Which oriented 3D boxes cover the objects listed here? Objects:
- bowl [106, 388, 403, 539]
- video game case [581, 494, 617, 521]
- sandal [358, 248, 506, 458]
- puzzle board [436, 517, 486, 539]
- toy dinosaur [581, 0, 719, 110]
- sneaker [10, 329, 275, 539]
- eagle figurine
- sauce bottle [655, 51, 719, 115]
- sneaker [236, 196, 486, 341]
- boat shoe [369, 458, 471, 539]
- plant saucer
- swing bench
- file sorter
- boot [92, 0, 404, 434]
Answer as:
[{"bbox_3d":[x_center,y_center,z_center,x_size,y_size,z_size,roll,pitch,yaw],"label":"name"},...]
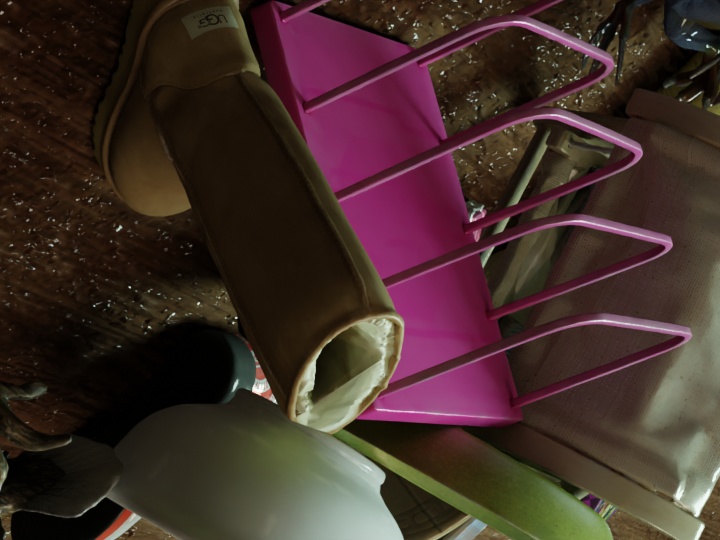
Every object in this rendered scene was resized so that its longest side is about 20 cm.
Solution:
[{"bbox_3d":[-0.048,0.127,1.197,0.091,0.201,0.201,-59,159,-9],"label":"bowl"},{"bbox_3d":[0.180,0.088,1.371,0.200,0.036,0.181,-59,167,22],"label":"video game case"},{"bbox_3d":[0.017,0.044,1.374,0.212,0.078,0.070,-39,125,1],"label":"sandal"},{"bbox_3d":[0.107,0.137,1.439,0.200,0.017,0.151,-44,175,3],"label":"puzzle board"},{"bbox_3d":[0.170,-0.156,1.166,0.105,0.200,0.182,-1,146,29],"label":"toy dinosaur"},{"bbox_3d":[-0.114,0.118,1.325,0.201,0.067,0.108,-43,148,19],"label":"sneaker"},{"bbox_3d":[-0.239,0.127,1.135,0.152,0.151,0.200,-15,143,-56],"label":"eagle figurine"},{"bbox_3d":[0.195,-0.082,1.315,0.200,0.066,0.066,-42,155,28],"label":"sauce bottle"},{"bbox_3d":[0.000,0.000,1.239,0.200,0.087,0.074,-39,148,-47],"label":"sneaker"},{"bbox_3d":[0.069,0.112,1.376,0.200,0.072,0.072,-44,166,-18],"label":"boat shoe"},{"bbox_3d":[0.051,0.102,1.111,0.031,0.200,0.200,-59,157,-6],"label":"plant saucer"},{"bbox_3d":[0.134,0.020,1.157,0.199,0.130,0.200,-62,-166,-7],"label":"swing bench"},{"bbox_3d":[0.059,-0.043,1.016,0.125,0.201,0.139,-23,163,28],"label":"file sorter"},{"bbox_3d":[-0.054,-0.012,0.972,0.066,0.200,0.175,-18,153,-17],"label":"boot"}]
